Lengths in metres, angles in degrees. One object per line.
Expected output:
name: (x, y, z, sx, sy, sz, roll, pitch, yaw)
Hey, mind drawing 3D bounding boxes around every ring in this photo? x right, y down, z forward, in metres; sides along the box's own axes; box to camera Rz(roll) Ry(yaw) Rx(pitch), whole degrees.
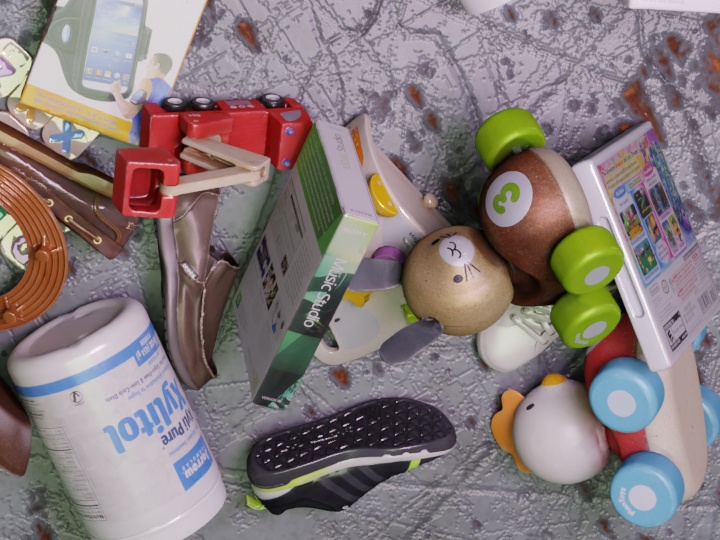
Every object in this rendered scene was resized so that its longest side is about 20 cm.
ring: (-0.349, -0.022, 1.602, 0.200, 0.019, 0.201, 6, 128, 8)

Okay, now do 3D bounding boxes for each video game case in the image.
video game case: (0.247, -0.025, 1.591, 0.024, 0.200, 0.182, -20, 95, 26)

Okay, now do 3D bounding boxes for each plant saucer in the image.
plant saucer: (-0.341, 0.089, 1.588, 0.037, 0.200, 0.200, -43, 105, -3)

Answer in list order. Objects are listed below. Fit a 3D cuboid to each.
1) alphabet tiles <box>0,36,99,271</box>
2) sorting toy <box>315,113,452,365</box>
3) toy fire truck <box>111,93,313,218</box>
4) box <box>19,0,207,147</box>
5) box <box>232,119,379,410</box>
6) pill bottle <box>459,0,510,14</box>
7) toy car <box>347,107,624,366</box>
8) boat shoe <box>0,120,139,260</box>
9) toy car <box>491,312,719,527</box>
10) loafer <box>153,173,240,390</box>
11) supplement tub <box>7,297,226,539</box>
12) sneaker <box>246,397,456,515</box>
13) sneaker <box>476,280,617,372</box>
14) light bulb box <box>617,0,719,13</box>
alphabet tiles: (-0.330, -0.096, 1.628, 0.196, 0.015, 0.200, -44, 105, 8)
sorting toy: (0.000, 0.000, 1.656, 0.180, 0.107, 0.200, -37, 107, 26)
toy fire truck: (-0.120, -0.098, 1.554, 0.200, 0.141, 0.049, -4, 118, -24)
box: (-0.200, -0.215, 1.588, 0.119, 0.041, 0.200, 20, 104, -13)
box: (-0.049, -0.005, 1.552, 0.036, 0.144, 0.200, 13, 123, -21)
pill bottle: (0.078, -0.319, 1.548, 0.112, 0.112, 0.200, -29, 107, 4)
toy car: (0.087, -0.006, 1.516, 0.200, 0.164, 0.158, -23, 147, -10)
boat shoe: (-0.281, -0.077, 1.594, 0.200, 0.070, 0.070, 29, 96, -13)
toy car: (0.203, 0.126, 1.683, 0.200, 0.184, 0.177, -6, 109, 27)
loafer: (-0.140, 0.010, 1.644, 0.071, 0.073, 0.200, -6, 107, -4)
supplement tub: (-0.213, 0.137, 1.646, 0.132, 0.132, 0.200, -23, 107, 2)
sneaker: (-0.010, 0.176, 1.720, 0.200, 0.072, 0.083, -11, 131, -1)
sneaker: (0.177, 0.015, 1.669, 0.073, 0.085, 0.200, 35, 102, -15)
light bulb box: (0.262, -0.322, 1.518, 0.125, 0.198, 0.200, 2, 107, -7)
